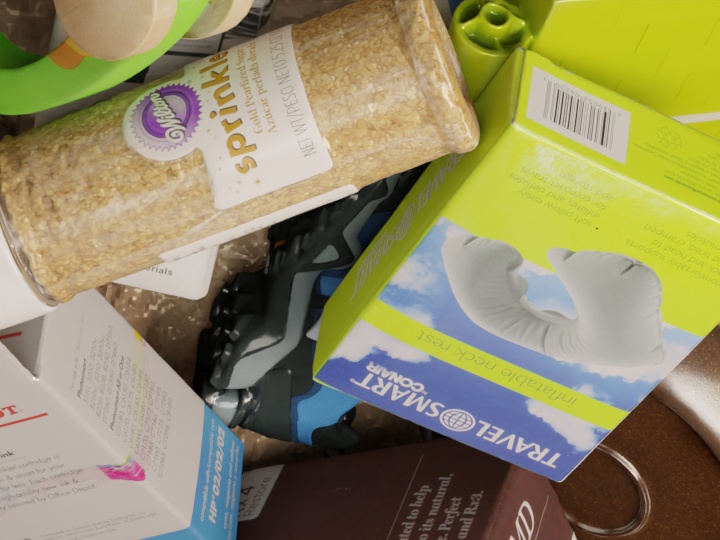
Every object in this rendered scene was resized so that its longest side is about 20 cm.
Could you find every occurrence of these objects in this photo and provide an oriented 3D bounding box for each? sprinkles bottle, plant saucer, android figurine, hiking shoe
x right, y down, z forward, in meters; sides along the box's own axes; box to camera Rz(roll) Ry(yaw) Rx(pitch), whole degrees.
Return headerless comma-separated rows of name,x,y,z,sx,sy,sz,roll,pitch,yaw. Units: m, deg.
sprinkles bottle,-0.058,-0.042,0.937,0.199,0.068,0.069,-21,113,8
plant saucer,0.107,0.088,1.130,0.199,0.032,0.201,20,135,21
android figurine,0.110,-0.082,1.010,0.181,0.041,0.200,-6,148,-20
hiking shoe,0.000,0.000,1.111,0.086,0.075,0.200,20,131,-19

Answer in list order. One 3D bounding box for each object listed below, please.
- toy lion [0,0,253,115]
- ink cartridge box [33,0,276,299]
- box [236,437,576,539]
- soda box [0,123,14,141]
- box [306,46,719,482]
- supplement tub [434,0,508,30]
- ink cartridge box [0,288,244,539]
toy lion,-0.154,-0.148,0.937,0.191,0.069,0.201,-24,90,37
ink cartridge box,-0.076,-0.111,1.026,0.084,0.146,0.201,12,109,-4
box,0.018,0.205,1.125,0.163,0.166,0.201,-11,119,26
soda box,-0.225,-0.078,1.064,0.068,0.064,0.200,-43,111,12
box,0.066,0.009,1.011,0.121,0.048,0.200,23,138,-13
supplement tub,0.095,-0.162,1.039,0.199,0.132,0.133,-17,113,0
ink cartridge box,-0.146,0.060,1.070,0.114,0.068,0.200,-14,140,23
